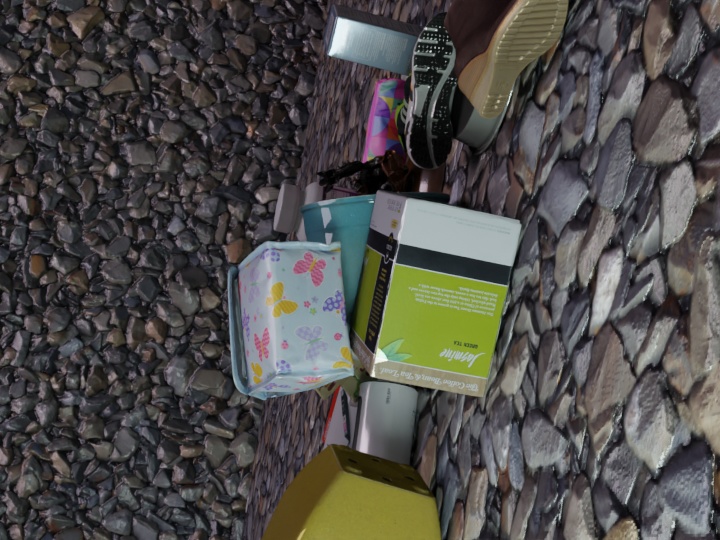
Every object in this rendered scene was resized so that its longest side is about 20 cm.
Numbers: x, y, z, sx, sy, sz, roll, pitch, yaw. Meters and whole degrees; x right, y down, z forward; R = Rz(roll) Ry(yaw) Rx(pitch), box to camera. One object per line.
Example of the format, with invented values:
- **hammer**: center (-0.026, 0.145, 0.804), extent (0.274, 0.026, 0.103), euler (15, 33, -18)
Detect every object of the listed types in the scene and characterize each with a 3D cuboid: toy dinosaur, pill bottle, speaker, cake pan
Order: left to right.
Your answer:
- **pill bottle**: center (-0.046, -0.090, 1.786), extent (0.112, 0.199, 0.113), euler (-169, 90, -80)
- **toy dinosaur**: center (0.017, -0.137, 1.543), extent (0.102, 0.135, 0.201), euler (54, 159, 30)
- **speaker**: center (0.026, 0.252, 1.360), extent (0.081, 0.081, 0.201), euler (132, 147, -71)
- **cake pan**: center (0.153, -0.249, 1.306), extent (0.200, 0.036, 0.202), euler (-169, 90, -80)

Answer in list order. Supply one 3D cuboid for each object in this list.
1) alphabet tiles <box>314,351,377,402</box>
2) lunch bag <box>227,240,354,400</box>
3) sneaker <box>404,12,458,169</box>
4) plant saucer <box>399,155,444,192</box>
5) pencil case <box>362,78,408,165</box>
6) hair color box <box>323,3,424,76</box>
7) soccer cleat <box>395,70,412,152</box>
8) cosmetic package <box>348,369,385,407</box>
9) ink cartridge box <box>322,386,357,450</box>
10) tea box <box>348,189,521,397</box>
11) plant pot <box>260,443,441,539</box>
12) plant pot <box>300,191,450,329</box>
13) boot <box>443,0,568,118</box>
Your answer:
- **alphabet tiles**: center (-0.016, 0.076, 1.426), extent (0.200, 0.167, 0.006), euler (-44, 10, -29)
- **lunch bag**: center (-0.099, 0.067, 1.281), extent (0.200, 0.126, 0.171), euler (150, 117, -65)
- **sneaker**: center (0.090, -0.231, 1.328), extent (0.080, 0.073, 0.201), euler (-147, 69, -81)
- **plant saucer**: center (0.085, -0.116, 1.571), extent (0.200, 0.032, 0.202), euler (-169, 90, -79)
- **pencil case**: center (0.046, -0.227, 1.758), extent (0.088, 0.088, 0.201), euler (-162, 84, -80)
- **hair color box**: center (0.051, -0.324, 1.491), extent (0.099, 0.199, 0.061), euler (-101, 25, -65)
- **soccer cleat**: center (0.090, -0.227, 1.453), extent (0.200, 0.067, 0.082), euler (121, 143, -75)
- **cosmetic package**: center (0.029, 0.096, 1.534), extent (0.102, 0.074, 0.201), euler (114, 163, -50)
- **ink cartridge box**: center (-0.029, 0.241, 1.662), extent (0.174, 0.043, 0.201), euler (50, 130, 55)
- **tea box**: center (0.075, 0.019, 1.176), extent (0.200, 0.133, 0.198), euler (-138, 60, -79)
- **plant pot**: center (-0.008, 0.319, 1.192), extent (0.194, 0.194, 0.201), euler (-143, 71, -79)
- **plant pot**: center (0.027, 0.003, 1.357), extent (0.200, 0.199, 0.189), euler (163, 103, -79)
- **boot**: center (0.150, -0.290, 1.146), extent (0.200, 0.072, 0.167), euler (118, 145, -49)
